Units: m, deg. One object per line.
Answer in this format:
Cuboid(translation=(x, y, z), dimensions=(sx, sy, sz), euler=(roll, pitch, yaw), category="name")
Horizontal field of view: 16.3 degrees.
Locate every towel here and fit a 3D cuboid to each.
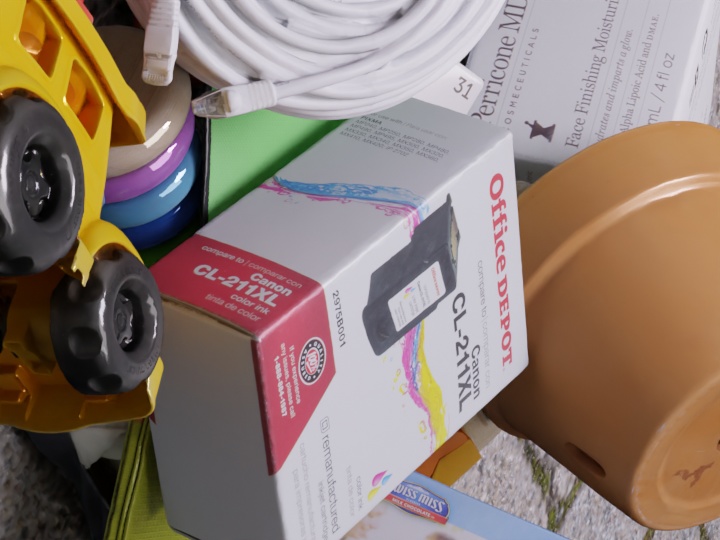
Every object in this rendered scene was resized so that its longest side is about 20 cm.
Cuboid(translation=(-0.085, 0.098, 1.215), dimensions=(0.086, 0.018, 0.201), euler=(1, 104, -55), category="towel")

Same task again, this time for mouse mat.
Cuboid(translation=(-0.025, -0.103, 1.223), dimensions=(0.161, 0.007, 0.201), euler=(-9, 104, -53), category="mouse mat")

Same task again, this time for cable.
Cuboid(translation=(-0.019, -0.169, 1.134), dimensions=(0.199, 0.069, 0.201), euler=(-3, 93, -26), category="cable")

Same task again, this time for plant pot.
Cuboid(translation=(0.162, 0.041, 1.326), dimensions=(0.199, 0.140, 0.201), euler=(-24, 143, -19), category="plant pot")

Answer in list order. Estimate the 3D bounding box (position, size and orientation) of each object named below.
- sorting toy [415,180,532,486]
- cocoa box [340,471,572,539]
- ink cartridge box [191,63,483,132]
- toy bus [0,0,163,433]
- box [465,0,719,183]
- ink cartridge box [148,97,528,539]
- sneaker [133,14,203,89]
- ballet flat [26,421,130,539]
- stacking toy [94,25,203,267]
Cuboid(translation=(0.047, 0.060, 1.394), dimensions=(0.200, 0.037, 0.185), euler=(-39, 145, -3), category="sorting toy")
Cuboid(translation=(0.030, 0.192, 1.317), dimensions=(0.131, 0.199, 0.134), euler=(90, 24, -66), category="cocoa box")
Cuboid(translation=(0.007, -0.134, 1.302), dimensions=(0.145, 0.048, 0.201), euler=(31, 91, -38), category="ink cartridge box")
Cuboid(translation=(-0.153, -0.054, 1.059), dimensions=(0.200, 0.135, 0.193), euler=(58, 37, -44), category="toy bus")
Cuboid(translation=(0.132, -0.081, 1.491), dimensions=(0.200, 0.130, 0.200), euler=(85, 19, -56), category="box")
Cuboid(translation=(-0.009, 0.026, 1.200), dimensions=(0.200, 0.083, 0.146), euler=(-39, 135, -38), category="ink cartridge box")
Cuboid(translation=(-0.057, -0.181, 1.241), dimensions=(0.077, 0.073, 0.201), euler=(28, 80, -74), category="sneaker")
Cuboid(translation=(-0.119, 0.083, 1.238), dimensions=(0.073, 0.073, 0.201), euler=(-58, 146, -32), category="ballet flat")
Cuboid(translation=(-0.103, -0.026, 1.221), dimensions=(0.086, 0.085, 0.200), euler=(-61, 154, -28), category="stacking toy")
